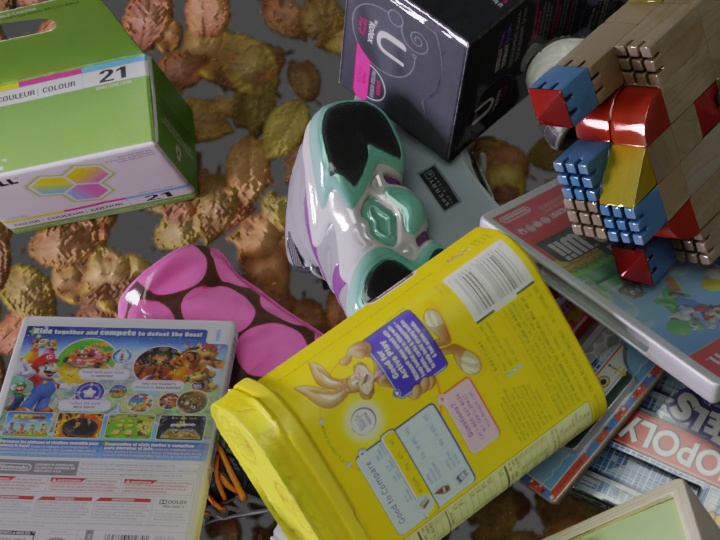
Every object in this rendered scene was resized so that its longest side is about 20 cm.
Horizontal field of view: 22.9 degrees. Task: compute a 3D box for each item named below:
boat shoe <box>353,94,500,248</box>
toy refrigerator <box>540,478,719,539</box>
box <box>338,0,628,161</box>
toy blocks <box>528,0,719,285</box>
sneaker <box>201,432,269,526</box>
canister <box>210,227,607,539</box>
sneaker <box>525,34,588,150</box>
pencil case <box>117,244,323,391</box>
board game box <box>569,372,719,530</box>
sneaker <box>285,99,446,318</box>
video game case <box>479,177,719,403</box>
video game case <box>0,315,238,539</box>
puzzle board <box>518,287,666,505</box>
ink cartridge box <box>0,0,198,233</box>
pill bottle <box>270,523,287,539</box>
[{"bbox_3d":[0.057,-0.056,1.215,0.074,0.068,0.199,-32,57,-4],"label":"boat shoe"},{"bbox_3d":[0.121,0.205,1.056,0.200,0.070,0.076,-27,38,16],"label":"toy refrigerator"},{"bbox_3d":[0.090,-0.190,1.190,0.106,0.122,0.200,38,60,20],"label":"box"},{"bbox_3d":[0.171,-0.070,1.045,0.100,0.200,0.137,11,43,45],"label":"toy blocks"},{"bbox_3d":[-0.104,0.135,1.142,0.200,0.077,0.078,-24,92,40],"label":"sneaker"},{"bbox_3d":[0.033,0.085,1.057,0.200,0.087,0.149,-35,106,-16],"label":"canister"},{"bbox_3d":[0.207,-0.096,1.168,0.200,0.074,0.079,5,53,-7],"label":"sneaker"},{"bbox_3d":[-0.068,0.057,1.199,0.200,0.091,0.094,35,85,22],"label":"pencil case"},{"bbox_3d":[0.228,0.128,1.124,0.200,0.062,0.200,23,78,18],"label":"board game box"},{"bbox_3d":[0.000,0.000,1.180,0.078,0.140,0.200,-7,73,-22],"label":"sneaker"},{"bbox_3d":[0.193,-0.005,1.111,0.143,0.017,0.200,-26,48,-32],"label":"video game case"},{"bbox_3d":[-0.160,0.107,1.095,0.143,0.018,0.200,1,46,7],"label":"video game case"},{"bbox_3d":[0.135,0.039,1.162,0.200,0.017,0.151,-50,47,-9],"label":"puzzle board"},{"bbox_3d":[-0.212,-0.104,1.220,0.148,0.200,0.076,-11,71,9],"label":"ink cartridge box"},{"bbox_3d":[-0.061,0.256,1.119,0.112,0.112,0.200,29,81,19],"label":"pill bottle"}]
